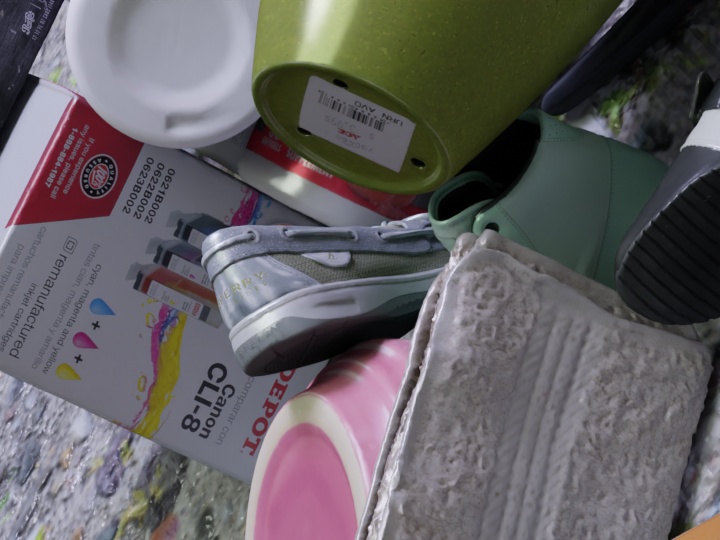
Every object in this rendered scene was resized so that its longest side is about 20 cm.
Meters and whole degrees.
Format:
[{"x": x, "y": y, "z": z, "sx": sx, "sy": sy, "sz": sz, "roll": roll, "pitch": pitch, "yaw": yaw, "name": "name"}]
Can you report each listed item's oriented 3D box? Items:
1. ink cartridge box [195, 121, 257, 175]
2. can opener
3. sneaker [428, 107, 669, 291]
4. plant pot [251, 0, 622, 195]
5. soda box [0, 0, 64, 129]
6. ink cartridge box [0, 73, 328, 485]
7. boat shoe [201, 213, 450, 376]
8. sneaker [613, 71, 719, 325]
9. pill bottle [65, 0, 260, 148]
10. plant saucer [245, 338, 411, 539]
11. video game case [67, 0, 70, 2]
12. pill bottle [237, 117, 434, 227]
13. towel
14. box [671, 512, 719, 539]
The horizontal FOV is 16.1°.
[{"x": -0.038, "y": -0.120, "z": 1.449, "sx": 0.145, "sy": 0.084, "sz": 0.200, "roll": -60, "pitch": 30, "yaw": 1, "name": "ink cartridge box"}, {"x": 0.148, "y": -0.147, "z": 1.225, "sx": 0.063, "sy": 0.079, "sz": 0.200, "roll": 50, "pitch": 117, "yaw": 18, "name": "can opener"}, {"x": 0.056, "y": 0.020, "z": 1.147, "sx": 0.201, "sy": 0.118, "sz": 0.074, "roll": -59, "pitch": 31, "yaw": 6, "name": "sneaker"}, {"x": 0.034, "y": -0.140, "z": 1.105, "sx": 0.187, "sy": 0.187, "sz": 0.200, "roll": -12, "pitch": 45, "yaw": 54, "name": "plant pot"}, {"x": -0.217, "y": -0.098, "z": 1.313, "sx": 0.200, "sy": 0.071, "sz": 0.063, "roll": -65, "pitch": 23, "yaw": -5, "name": "soda box"}, {"x": -0.124, "y": 0.003, "z": 1.359, "sx": 0.145, "sy": 0.200, "sz": 0.145, "roll": 22, "pitch": 85, "yaw": 61, "name": "ink cartridge box"}, {"x": -0.002, "y": 0.001, "z": 1.196, "sx": 0.074, "sy": 0.202, "sz": 0.065, "roll": -34, "pitch": 79, "yaw": 33, "name": "boat shoe"}, {"x": 0.179, "y": -0.062, "z": 1.080, "sx": 0.200, "sy": 0.074, "sz": 0.089, "roll": -45, "pitch": 30, "yaw": 7, "name": "sneaker"}, {"x": -0.090, "y": -0.136, "z": 1.311, "sx": 0.111, "sy": 0.111, "sz": 0.200, "roll": -55, "pitch": 10, "yaw": 11, "name": "pill bottle"}, {"x": -0.003, "y": 0.130, "z": 1.136, "sx": 0.200, "sy": 0.051, "sz": 0.201, "roll": -178, "pitch": 90, "yaw": -66, "name": "plant saucer"}, {"x": -0.132, "y": -0.198, "z": 1.603, "sx": 0.200, "sy": 0.143, "sz": 0.018, "roll": -14, "pitch": 48, "yaw": 53, "name": "video game case"}, {"x": 0.026, "y": -0.115, "z": 1.302, "sx": 0.200, "sy": 0.111, "sz": 0.111, "roll": -65, "pitch": 29, "yaw": 3, "name": "pill bottle"}, {"x": 0.070, "y": 0.091, "z": 1.048, "sx": 0.034, "sy": 0.132, "sz": 0.200, "roll": -30, "pitch": 40, "yaw": 61, "name": "towel"}, {"x": 0.155, "y": 0.157, "z": 0.894, "sx": 0.200, "sy": 0.097, "sz": 0.125, "roll": -37, "pitch": 37, "yaw": 36, "name": "box"}]
